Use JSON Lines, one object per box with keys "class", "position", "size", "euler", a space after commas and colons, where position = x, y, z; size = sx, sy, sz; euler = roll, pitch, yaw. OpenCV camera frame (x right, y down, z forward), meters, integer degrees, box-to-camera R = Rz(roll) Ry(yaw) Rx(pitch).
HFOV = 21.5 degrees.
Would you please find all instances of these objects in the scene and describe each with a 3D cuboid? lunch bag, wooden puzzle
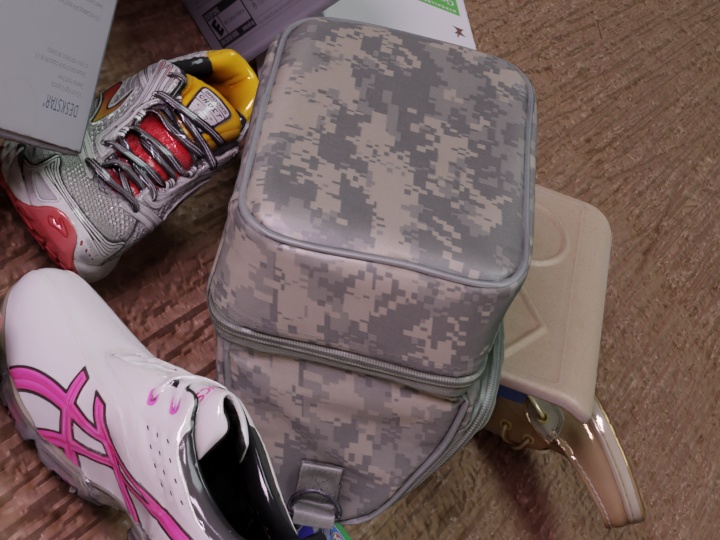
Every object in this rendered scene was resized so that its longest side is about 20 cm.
{"class": "lunch bag", "position": [0.000, 0.000, 0.891], "size": [0.139, 0.168, 0.200], "euler": [14, 37, -5]}
{"class": "wooden puzzle", "position": [0.046, -0.002, 1.093], "size": [0.199, 0.046, 0.186], "euler": [24, 38, -6]}

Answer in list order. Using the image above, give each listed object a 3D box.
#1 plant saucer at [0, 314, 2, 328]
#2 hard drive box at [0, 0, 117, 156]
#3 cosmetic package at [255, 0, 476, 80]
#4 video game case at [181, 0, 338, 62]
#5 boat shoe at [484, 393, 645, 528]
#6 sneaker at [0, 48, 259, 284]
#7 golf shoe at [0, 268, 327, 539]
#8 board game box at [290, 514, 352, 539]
{"class": "plant saucer", "position": [-0.223, 0.017, 0.649], "size": [0.200, 0.037, 0.200], "euler": [47, 28, -25]}
{"class": "hard drive box", "position": [-0.149, -0.157, 0.760], "size": [0.156, 0.076, 0.201], "euler": [15, 89, -77]}
{"class": "cosmetic package", "position": [0.007, -0.099, 1.072], "size": [0.107, 0.085, 0.200], "euler": [15, 38, -24]}
{"class": "video game case", "position": [-0.075, -0.211, 1.014], "size": [0.023, 0.200, 0.182], "euler": [-36, 97, -27]}
{"class": "boat shoe", "position": [0.104, 0.077, 1.169], "size": [0.201, 0.069, 0.074], "euler": [61, 0, 15]}
{"class": "sneaker", "position": [-0.105, -0.061, 0.900], "size": [0.078, 0.082, 0.200], "euler": [54, 26, -13]}
{"class": "golf shoe", "position": [-0.078, 0.066, 0.772], "size": [0.072, 0.092, 0.200], "euler": [-3, 49, -51]}
{"class": "board game box", "position": [-0.043, 0.169, 0.836], "size": [0.135, 0.029, 0.200], "euler": [55, 25, -13]}
